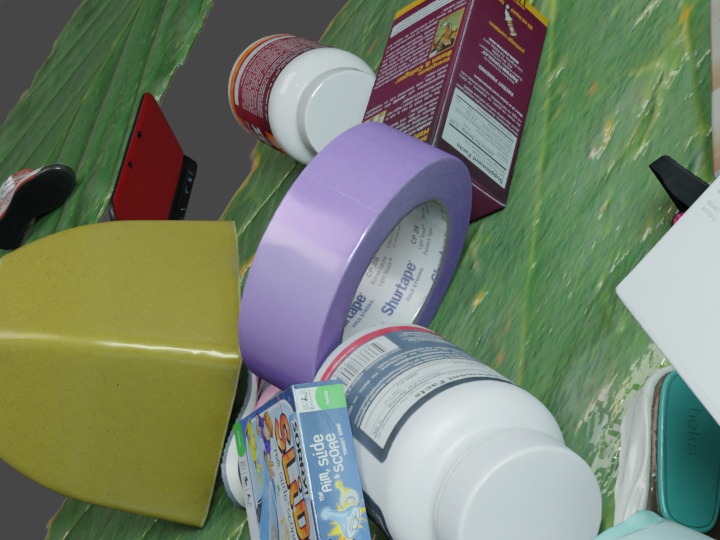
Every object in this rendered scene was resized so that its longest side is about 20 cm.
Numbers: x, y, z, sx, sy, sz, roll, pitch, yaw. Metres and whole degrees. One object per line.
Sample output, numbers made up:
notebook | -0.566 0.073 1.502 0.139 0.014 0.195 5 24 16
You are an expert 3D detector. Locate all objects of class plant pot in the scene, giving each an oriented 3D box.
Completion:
plant pot | -0.215 0.074 1.135 0.196 0.200 0.194 -99 21 -54

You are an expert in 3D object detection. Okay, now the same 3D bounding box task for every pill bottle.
pill bottle | 0.054 0.114 0.810 0.120 0.120 0.200 -56 27 0
pill bottle | -0.047 -0.160 1.280 0.113 0.113 0.200 -56 26 0

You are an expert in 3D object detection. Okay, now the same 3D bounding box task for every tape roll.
tape roll | 0.000 0.000 0.943 0.066 0.200 0.200 28 84 22

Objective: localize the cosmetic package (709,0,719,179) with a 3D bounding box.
cosmetic package | 0.263 -0.126 0.764 0.103 0.087 0.200 -33 35 40

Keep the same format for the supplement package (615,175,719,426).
supplement package | 0.236 0.037 0.506 0.152 0.200 0.151 -49 27 13

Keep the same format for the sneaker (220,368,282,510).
sneaker | -0.047 0.096 1.072 0.082 0.070 0.200 -15 49 30

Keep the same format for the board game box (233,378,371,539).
board game box | -0.030 0.179 0.828 0.135 0.034 0.200 140 122 -63

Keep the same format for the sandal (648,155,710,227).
sandal | 0.200 -0.009 0.754 0.045 0.075 0.200 -36 22 4

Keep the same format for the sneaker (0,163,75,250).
sneaker | -0.490 -0.126 2.021 0.201 0.067 0.108 -40 33 34

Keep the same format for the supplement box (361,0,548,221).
supplement box | 0.070 -0.134 1.090 0.110 0.086 0.200 -23 42 46

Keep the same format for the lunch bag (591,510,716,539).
lunch bag | 0.139 0.220 0.518 0.170 0.122 0.200 19 115 48

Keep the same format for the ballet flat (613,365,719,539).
ballet flat | 0.152 0.146 0.685 0.069 0.069 0.200 -23 47 47

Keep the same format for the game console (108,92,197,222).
game console | -0.265 -0.068 1.532 0.172 0.119 0.200 -33 34 37
